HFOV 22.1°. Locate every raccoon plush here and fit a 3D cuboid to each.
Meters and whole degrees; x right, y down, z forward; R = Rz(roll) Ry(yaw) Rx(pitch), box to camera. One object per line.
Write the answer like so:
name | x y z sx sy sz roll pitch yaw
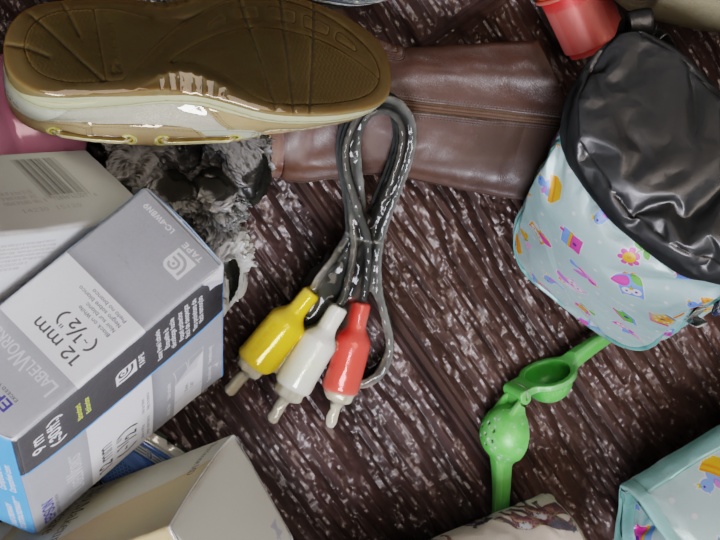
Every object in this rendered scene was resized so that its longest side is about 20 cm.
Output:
raccoon plush | -0.097 -0.066 1.045 0.096 0.134 0.201 3 61 -4

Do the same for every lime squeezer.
lime squeezer | 0.117 0.089 1.135 0.071 0.038 0.200 35 83 -18

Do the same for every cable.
cable | 0.000 0.000 1.058 0.097 0.050 0.201 19 109 -22

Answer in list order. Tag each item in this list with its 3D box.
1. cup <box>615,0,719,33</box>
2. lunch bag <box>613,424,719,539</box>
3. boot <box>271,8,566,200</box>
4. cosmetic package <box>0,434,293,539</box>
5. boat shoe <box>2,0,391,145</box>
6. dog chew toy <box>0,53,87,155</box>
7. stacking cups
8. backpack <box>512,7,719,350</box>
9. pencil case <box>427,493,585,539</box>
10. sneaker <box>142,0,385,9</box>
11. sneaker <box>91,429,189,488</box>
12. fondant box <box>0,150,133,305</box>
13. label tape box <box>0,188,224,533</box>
cup | 0.207 -0.216 1.051 0.143 0.200 0.201 -21 101 -16
lunch bag | 0.256 0.177 1.146 0.170 0.122 0.201 -26 108 -14
boot | 0.033 -0.136 1.072 0.199 0.064 0.187 2 107 -15
cosmetic package | -0.146 0.166 0.967 0.199 0.105 0.071 -23 104 22
boat shoe | -0.085 -0.100 0.948 0.199 0.066 0.074 3 67 -16
dog chew toy | -0.233 -0.052 0.967 0.200 0.124 0.125 -27 103 -23
stacking cups | 0.097 -0.221 1.096 0.060 0.060 0.201 -28 107 -14
backpack | 0.165 -0.038 1.059 0.126 0.200 0.167 -40 82 -12
pencil case | 0.046 0.201 1.068 0.199 0.078 0.090 -17 76 -25
sneaker | -0.048 -0.171 0.966 0.199 0.075 0.081 -9 104 -2
sneaker | -0.115 0.146 1.041 0.200 0.079 0.089 43 79 -17
fondant box | -0.212 0.034 0.924 0.058 0.144 0.200 43 111 17
label tape box | -0.159 0.068 0.918 0.066 0.143 0.200 42 68 14
